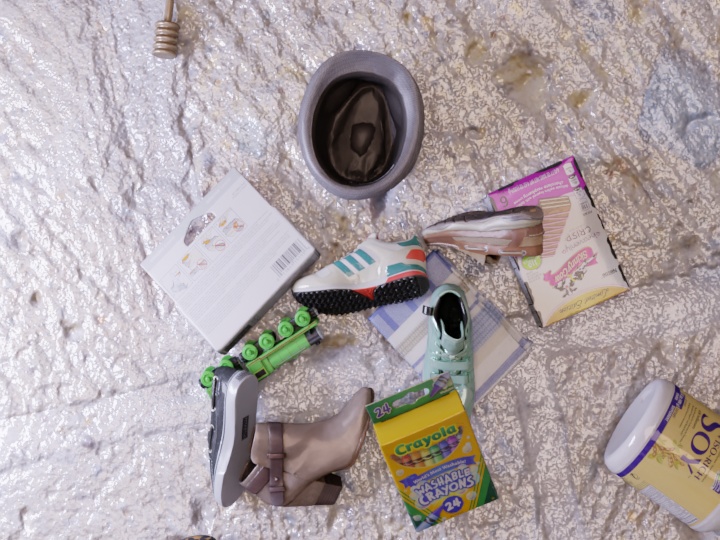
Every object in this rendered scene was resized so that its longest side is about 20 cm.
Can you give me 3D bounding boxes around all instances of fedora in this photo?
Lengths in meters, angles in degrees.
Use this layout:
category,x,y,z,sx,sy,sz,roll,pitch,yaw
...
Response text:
category,x,y,z,sx,sy,sz,roll,pitch,yaw
fedora,0.003,-0.199,1.743,0.173,0.090,0.204,4,94,4

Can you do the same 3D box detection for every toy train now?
category,x,y,z,sx,sy,sz,roll,pitch,yaw
toy train,-0.137,0.120,1.756,0.198,0.042,0.057,-32,97,6

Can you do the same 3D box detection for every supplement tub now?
category,x,y,z,sx,sy,sz,roll,pitch,yaw
supplement tub,0.444,0.257,1.680,0.199,0.145,0.147,34,89,3

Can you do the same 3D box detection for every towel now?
category,x,y,z,sx,sy,sz,roll,pitch,yaw
towel,0.127,0.088,1.761,0.200,0.024,0.147,45,92,5

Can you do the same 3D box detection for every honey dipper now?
category,x,y,z,sx,sy,sz,roll,pitch,yaw
honey dipper,-0.269,-0.405,1.793,0.037,0.038,0.204,5,84,2

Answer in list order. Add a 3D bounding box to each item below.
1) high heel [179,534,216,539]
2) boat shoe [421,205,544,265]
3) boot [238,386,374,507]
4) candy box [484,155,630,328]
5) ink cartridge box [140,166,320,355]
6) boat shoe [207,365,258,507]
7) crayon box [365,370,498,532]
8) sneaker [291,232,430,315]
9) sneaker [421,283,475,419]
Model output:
category,x,y,z,sx,sy,sz,roll,pitch,yaw
high heel,-0.214,0.468,1.702,0.141,0.071,0.203,22,73,-3
boat shoe,0.164,-0.041,1.700,0.075,0.198,0.073,-22,103,-42
boot,-0.078,0.236,1.725,0.144,0.070,0.203,18,98,-14
candy box,0.271,-0.038,1.741,0.135,0.061,0.203,-24,87,1
ink cartridge box,-0.184,-0.014,1.768,0.200,0.044,0.174,-45,75,0
boat shoe,-0.183,0.227,1.739,0.056,0.068,0.203,19,109,31
crayon box,0.098,0.247,1.690,0.124,0.052,0.202,-22,121,1
sneaker,0.000,0.000,1.756,0.196,0.071,0.095,-10,56,14
sneaker,0.117,0.120,1.691,0.072,0.118,0.204,-3,89,4
